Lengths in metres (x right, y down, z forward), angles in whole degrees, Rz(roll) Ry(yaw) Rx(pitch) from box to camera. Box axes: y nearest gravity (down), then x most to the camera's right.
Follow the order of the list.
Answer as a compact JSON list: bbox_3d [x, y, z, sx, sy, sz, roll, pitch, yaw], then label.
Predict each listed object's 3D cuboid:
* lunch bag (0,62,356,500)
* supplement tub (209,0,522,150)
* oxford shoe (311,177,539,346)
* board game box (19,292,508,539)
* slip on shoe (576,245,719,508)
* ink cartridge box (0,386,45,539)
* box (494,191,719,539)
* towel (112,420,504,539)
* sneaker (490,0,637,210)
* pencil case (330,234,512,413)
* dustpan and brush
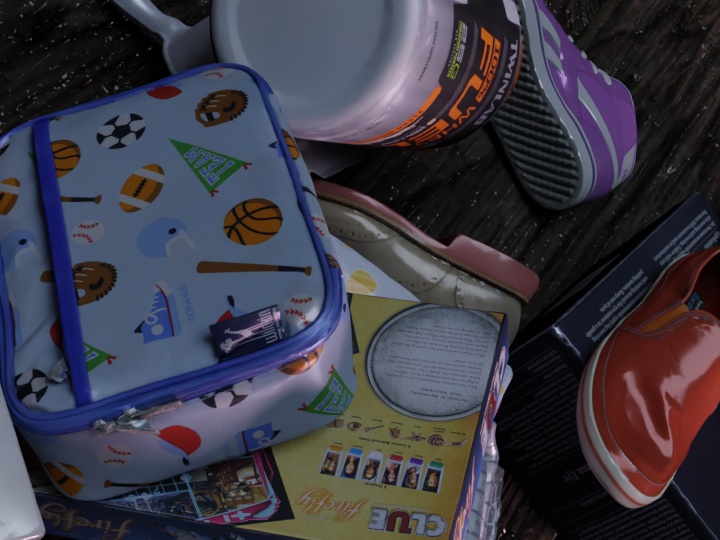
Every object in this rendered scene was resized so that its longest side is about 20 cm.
[{"bbox_3d":[-0.092,0.002,0.637,0.159,0.076,0.201,-16,47,-3],"label":"lunch bag"},{"bbox_3d":[0.014,-0.128,0.781,0.123,0.122,0.200,62,23,10],"label":"supplement tub"},{"bbox_3d":[0.000,0.000,0.809,0.198,0.070,0.075,21,83,-2],"label":"oxford shoe"},{"bbox_3d":[-0.043,0.067,0.644,0.198,0.035,0.136,8,49,15],"label":"board game box"},{"bbox_3d":[0.176,0.049,0.788,0.074,0.061,0.200,47,48,-6],"label":"slip on shoe"},{"bbox_3d":[-0.208,0.040,0.600,0.067,0.116,0.201,-9,70,-38],"label":"ink cartridge box"},{"bbox_3d":[0.190,0.083,0.891,0.183,0.104,0.200,53,46,3],"label":"box"},{"bbox_3d":[-0.029,0.155,0.644,0.164,0.086,0.201,6,49,15],"label":"towel"},{"bbox_3d":[0.131,-0.144,1.009,0.114,0.072,0.202,-20,89,-46],"label":"sneaker"},{"bbox_3d":[-0.018,0.032,0.750,0.199,0.091,0.083,35,66,2],"label":"pencil case"},{"bbox_3d":[-0.084,-0.122,0.830,0.200,0.057,0.140,51,20,1],"label":"dustpan and brush"}]
